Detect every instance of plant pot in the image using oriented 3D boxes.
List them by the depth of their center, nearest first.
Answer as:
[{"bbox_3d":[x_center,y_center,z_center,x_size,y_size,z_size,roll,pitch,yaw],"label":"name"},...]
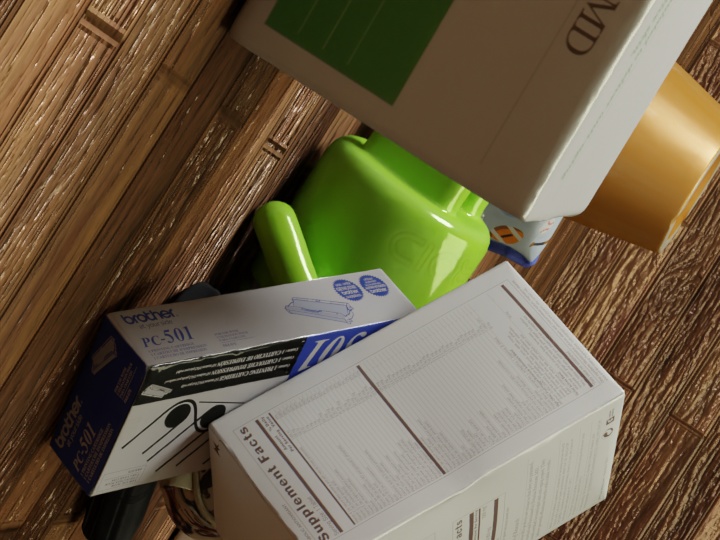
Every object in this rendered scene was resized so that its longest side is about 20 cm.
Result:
[{"bbox_3d":[0.203,-0.115,1.817,0.201,0.183,0.200,-55,171,-13],"label":"plant pot"}]

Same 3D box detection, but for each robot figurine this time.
[{"bbox_3d":[0.000,0.000,1.337,0.201,0.116,0.175,-56,163,13],"label":"robot figurine"}]

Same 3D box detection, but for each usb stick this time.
[{"bbox_3d":[-0.121,0.088,1.271,0.055,0.032,0.201,-50,168,-48],"label":"usb stick"}]

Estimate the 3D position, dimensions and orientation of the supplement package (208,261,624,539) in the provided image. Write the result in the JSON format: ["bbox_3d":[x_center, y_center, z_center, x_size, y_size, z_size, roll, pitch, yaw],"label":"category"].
[{"bbox_3d":[0.029,0.105,1.206,0.199,0.114,0.110,-27,147,-20],"label":"supplement package"}]

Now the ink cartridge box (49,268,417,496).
[{"bbox_3d":[-0.065,0.058,1.192,0.199,0.044,0.094,-9,137,-45],"label":"ink cartridge box"}]

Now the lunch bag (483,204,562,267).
[{"bbox_3d":[0.131,-0.133,1.599,0.170,0.123,0.201,110,2,-55],"label":"lunch bag"}]

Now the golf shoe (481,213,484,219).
[{"bbox_3d":[0.020,-0.014,1.454,0.200,0.097,0.079,121,-17,-45],"label":"golf shoe"}]

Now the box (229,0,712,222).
[{"bbox_3d":[0.075,-0.148,1.068,0.200,0.171,0.200,-59,171,9],"label":"box"}]

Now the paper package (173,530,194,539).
[{"bbox_3d":[-0.025,0.216,1.678,0.191,0.199,0.104,-55,171,-16],"label":"paper package"}]

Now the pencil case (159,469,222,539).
[{"bbox_3d":[-0.079,0.127,1.357,0.200,0.089,0.078,140,-33,-77],"label":"pencil case"}]
